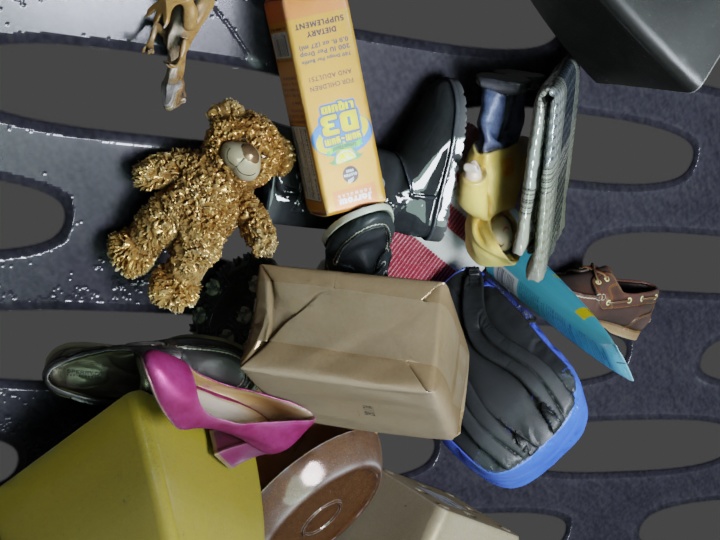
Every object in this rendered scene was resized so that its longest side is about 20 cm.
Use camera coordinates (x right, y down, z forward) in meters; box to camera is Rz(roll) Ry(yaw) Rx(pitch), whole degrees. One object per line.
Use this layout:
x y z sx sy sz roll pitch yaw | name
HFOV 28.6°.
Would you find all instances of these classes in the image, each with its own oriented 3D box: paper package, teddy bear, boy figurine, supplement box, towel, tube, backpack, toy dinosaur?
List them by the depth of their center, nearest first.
-0.145 -0.241 1.235 0.106 0.060 0.201 6 118 -59 | toy dinosaur
-0.145 -0.057 1.286 0.199 0.067 0.146 -34 84 6 | teddy bear
-0.031 -0.154 1.290 0.066 0.069 0.203 -16 103 -17 | supplement box
0.000 0.082 1.333 0.200 0.188 0.105 64 33 -69 | paper package
0.136 -0.098 1.418 0.124 0.064 0.203 -19 118 -56 | boy figurine
0.190 -0.108 1.436 0.034 0.193 0.203 7 111 13 | towel
0.209 0.039 1.474 0.050 0.200 0.077 -44 141 0 | tube
0.144 0.123 1.485 0.163 0.200 0.168 -46 152 0 | backpack
0.094 -0.042 1.494 0.201 0.023 0.144 -51 130 3 | towel

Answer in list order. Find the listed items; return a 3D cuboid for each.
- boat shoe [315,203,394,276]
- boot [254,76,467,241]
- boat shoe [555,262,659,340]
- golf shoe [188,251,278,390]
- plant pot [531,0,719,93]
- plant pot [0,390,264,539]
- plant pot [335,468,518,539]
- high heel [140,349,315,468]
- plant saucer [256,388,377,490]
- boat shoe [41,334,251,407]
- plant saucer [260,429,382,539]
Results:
-0.002 0.001 1.358 0.074 0.067 0.200 -12 161 -21 | boat shoe
-0.002 -0.119 1.374 0.197 0.066 0.167 7 91 -20 | boot
0.263 0.025 1.601 0.199 0.070 0.071 12 115 -44 | boat shoe
-0.127 0.071 1.397 0.088 0.077 0.202 10 114 -53 | golf shoe
0.260 -0.308 1.350 0.176 0.200 0.201 33 88 -21 | plant pot
-0.201 0.264 1.314 0.199 0.178 0.200 -35 144 14 | plant pot
0.061 0.336 1.570 0.199 0.199 0.179 27 88 -37 | plant pot
-0.118 0.113 1.269 0.095 0.068 0.201 -27 136 8 | high heel
-0.067 0.191 1.509 0.198 0.032 0.203 -15 121 -25 | plant saucer
-0.198 0.101 1.314 0.197 0.065 0.074 -4 100 -3 | boat shoe
-0.049 0.248 1.473 0.199 0.035 0.201 -33 154 -18 | plant saucer
